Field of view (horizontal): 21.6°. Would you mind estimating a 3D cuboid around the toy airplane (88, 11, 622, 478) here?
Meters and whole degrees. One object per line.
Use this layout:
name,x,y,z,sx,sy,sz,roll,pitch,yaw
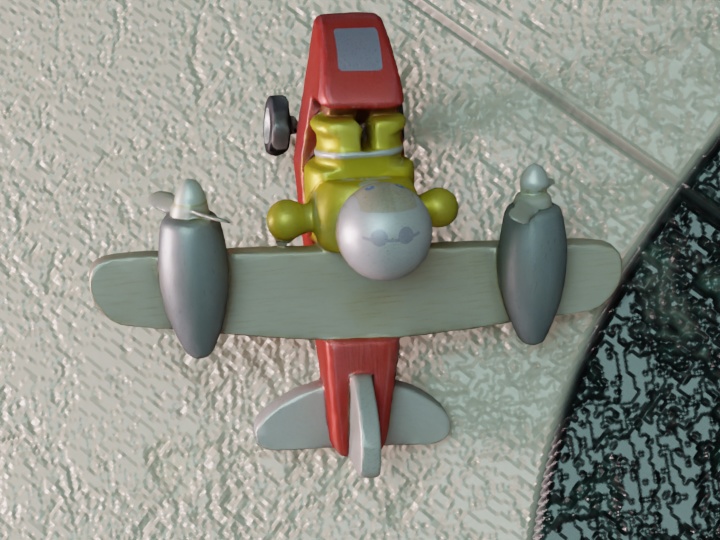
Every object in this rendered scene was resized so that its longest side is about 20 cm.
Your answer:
toy airplane,0.000,0.000,0.901,0.199,0.141,0.200,44,79,-4
